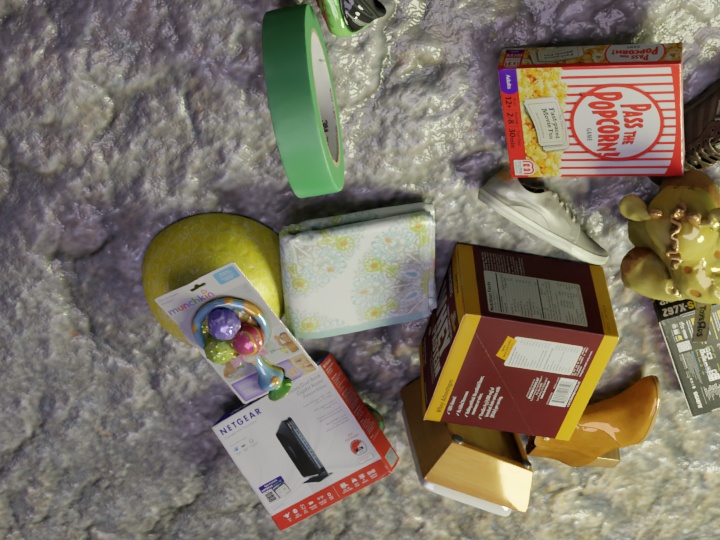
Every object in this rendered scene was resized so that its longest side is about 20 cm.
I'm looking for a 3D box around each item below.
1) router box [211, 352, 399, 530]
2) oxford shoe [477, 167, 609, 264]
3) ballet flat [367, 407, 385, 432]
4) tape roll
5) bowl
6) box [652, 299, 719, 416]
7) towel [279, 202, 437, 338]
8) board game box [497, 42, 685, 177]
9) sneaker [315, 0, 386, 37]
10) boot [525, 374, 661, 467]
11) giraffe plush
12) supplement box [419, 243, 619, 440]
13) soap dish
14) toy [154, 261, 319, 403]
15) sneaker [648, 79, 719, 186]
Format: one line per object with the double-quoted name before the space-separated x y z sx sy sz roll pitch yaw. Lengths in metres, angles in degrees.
"router box" -0.077 0.239 1.795 0.200 0.049 0.180 -32 96 23
"oxford shoe" 0.232 -0.065 1.581 0.199 0.075 0.058 29 97 -24
"ballet flat" -0.041 0.272 1.860 0.200 0.073 0.068 -35 125 26
"tape roll" -0.059 -0.180 1.384 0.048 0.201 0.201 -10 130 6
"bowl" -0.181 0.037 1.632 0.199 0.108 0.201 0 130 0
"box" 0.492 0.097 1.734 0.159 0.049 0.200 -20 128 12
"towel" 0.000 0.000 1.620 0.199 0.048 0.172 -10 130 -9
"board game box" 0.263 -0.179 1.464 0.199 0.046 0.152 0 131 17
"sneaker" -0.013 -0.340 1.343 0.083 0.077 0.201 -17 134 -9
"boot" 0.320 0.210 1.812 0.143 0.071 0.202 10 135 -13
"giraffe plush" 0.373 -0.044 1.500 0.172 0.201 0.162 -16 138 15
"supplement box" 0.196 0.095 1.670 0.199 0.133 0.198 9 131 -9
"soap dish" 0.144 0.229 1.749 0.157 0.200 0.081 22 114 -19
"toy" -0.148 0.090 1.575 0.115 0.047 0.200 -25 128 17
"sneaker" 0.404 -0.158 1.493 0.070 0.076 0.200 25 126 -21
